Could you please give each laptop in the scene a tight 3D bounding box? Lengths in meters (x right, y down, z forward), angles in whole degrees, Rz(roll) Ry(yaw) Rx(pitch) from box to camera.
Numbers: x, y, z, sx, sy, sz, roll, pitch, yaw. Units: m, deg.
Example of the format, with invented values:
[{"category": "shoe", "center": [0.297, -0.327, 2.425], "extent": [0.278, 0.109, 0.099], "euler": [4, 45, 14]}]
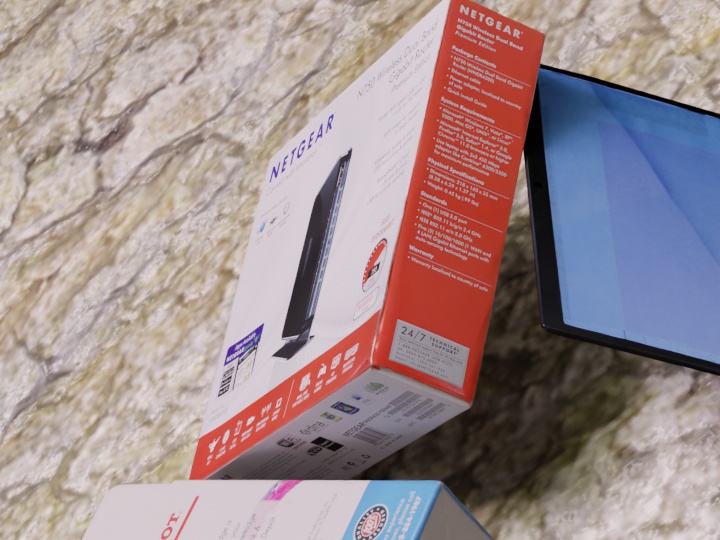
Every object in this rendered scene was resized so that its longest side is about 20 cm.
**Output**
[{"category": "laptop", "center": [0.179, -0.047, 1.022], "extent": [0.200, 0.103, 0.177], "euler": [-27, 37, 22]}]

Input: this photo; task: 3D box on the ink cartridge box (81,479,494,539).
[{"category": "ink cartridge box", "center": [-0.044, 0.153, 1.058], "extent": [0.200, 0.068, 0.115], "euler": [-4, 49, 43]}]

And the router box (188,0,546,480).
[{"category": "router box", "center": [0.000, 0.000, 1.104], "extent": [0.200, 0.049, 0.180], "euler": [-38, 35, 57]}]
